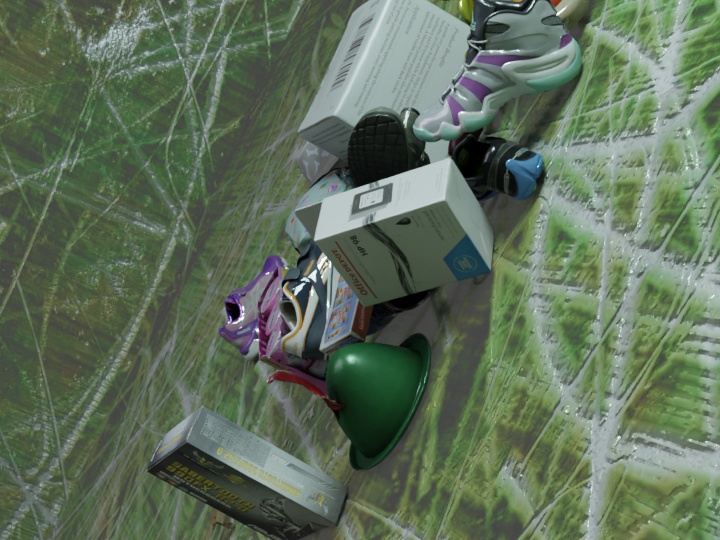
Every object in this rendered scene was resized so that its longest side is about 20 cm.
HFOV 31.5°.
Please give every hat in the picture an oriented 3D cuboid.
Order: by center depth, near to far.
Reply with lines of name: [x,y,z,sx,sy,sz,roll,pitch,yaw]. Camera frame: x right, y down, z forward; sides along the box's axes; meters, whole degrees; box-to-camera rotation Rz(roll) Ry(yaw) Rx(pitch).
hat: [-0.033,0.108,1.394,0.200,0.174,0.168,-36,31,60]

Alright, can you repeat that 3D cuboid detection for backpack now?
backpack: [-0.028,-0.057,1.757,0.168,0.126,0.200,-58,19,7]

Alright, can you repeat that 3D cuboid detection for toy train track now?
toy train track: [-0.196,0.335,1.868,0.200,0.032,0.116,-152,81,-81]

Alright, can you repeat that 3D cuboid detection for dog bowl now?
dog bowl: [-0.014,-0.200,1.906,0.200,0.059,0.200,-45,-7,-7]

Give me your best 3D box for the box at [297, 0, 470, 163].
box: [0.047,-0.242,1.717,0.201,0.170,0.200,-65,14,-8]

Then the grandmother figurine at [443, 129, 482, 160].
grandmother figurine: [0.135,-0.177,1.545,0.121,0.060,0.203,46,-115,-77]

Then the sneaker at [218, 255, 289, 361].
sneaker: [-0.185,0.051,2.183,0.080,0.088,0.202,-43,24,55]

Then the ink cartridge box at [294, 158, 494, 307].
ink cartridge box: [0.031,-0.032,1.369,0.198,0.116,0.067,-17,41,26]

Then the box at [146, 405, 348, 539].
box: [-0.132,0.241,1.472,0.158,0.198,0.049,-36,26,57]

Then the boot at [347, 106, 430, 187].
boot: [0.038,-0.138,1.433,0.201,0.067,0.132,80,-158,-50]

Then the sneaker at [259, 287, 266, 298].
sneaker: [-0.115,0.091,1.888,0.074,0.081,0.200,-57,17,15]

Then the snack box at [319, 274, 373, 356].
snack box: [0.000,0.000,1.493,0.072,0.024,0.203,-31,38,52]

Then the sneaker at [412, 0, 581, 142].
sneaker: [0.124,-0.235,1.362,0.198,0.141,0.078,-28,21,4]

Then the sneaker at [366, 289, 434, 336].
sneaker: [0.033,0.028,1.502,0.200,0.074,0.085,-51,15,40]

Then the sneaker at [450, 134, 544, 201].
sneaker: [0.133,-0.119,1.390,0.072,0.082,0.199,-64,15,-2]

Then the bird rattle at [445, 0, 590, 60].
bird rattle: [0.200,-0.305,1.462,0.198,0.114,0.163,-32,38,-9]

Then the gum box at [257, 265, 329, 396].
gum box: [-0.074,0.081,1.703,0.067,0.112,0.201,-58,16,17]

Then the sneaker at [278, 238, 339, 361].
sneaker: [-0.061,0.014,1.588,0.079,0.078,0.203,97,176,-60]
